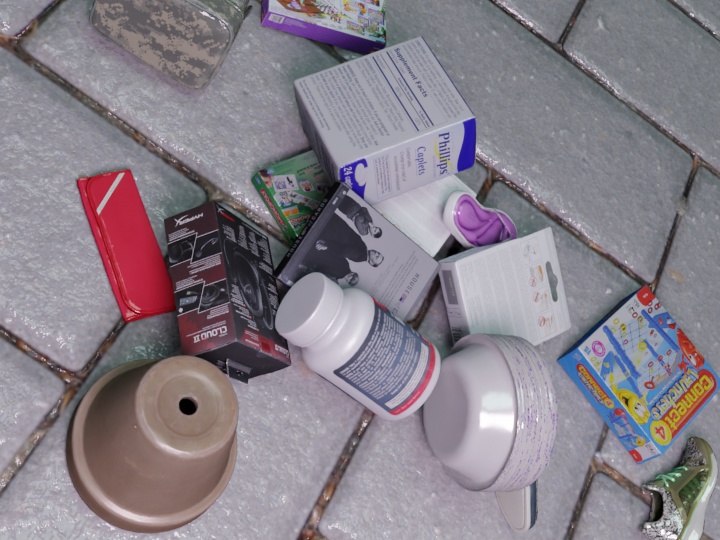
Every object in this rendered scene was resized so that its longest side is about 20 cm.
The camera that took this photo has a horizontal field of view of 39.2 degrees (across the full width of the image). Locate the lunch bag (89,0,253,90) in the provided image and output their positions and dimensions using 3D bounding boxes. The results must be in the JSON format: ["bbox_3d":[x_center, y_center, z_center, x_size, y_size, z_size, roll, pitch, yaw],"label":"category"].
[{"bbox_3d":[-0.258,-0.378,1.410,0.199,0.139,0.168,28,40,-13],"label":"lunch bag"}]

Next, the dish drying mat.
[{"bbox_3d":[-0.295,-0.034,1.284,0.077,0.018,0.201,-13,72,-32],"label":"dish drying mat"}]

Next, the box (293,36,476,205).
[{"bbox_3d":[0.034,-0.201,1.392,0.199,0.105,0.184,-21,54,-8],"label":"box"}]

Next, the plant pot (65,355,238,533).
[{"bbox_3d":[-0.213,0.175,1.127,0.199,0.175,0.201,12,60,-22],"label":"plant pot"}]

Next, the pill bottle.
[{"bbox_3d":[-0.005,0.092,1.274,0.200,0.119,0.120,38,52,-29],"label":"pill bottle"}]

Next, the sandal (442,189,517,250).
[{"bbox_3d":[0.186,-0.057,1.473,0.202,0.050,0.083,20,86,-52],"label":"sandal"}]

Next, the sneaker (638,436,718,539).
[{"bbox_3d":[0.455,0.316,1.464,0.088,0.077,0.200,28,54,-2],"label":"sneaker"}]

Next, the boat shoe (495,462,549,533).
[{"bbox_3d":[0.213,0.248,1.365,0.062,0.075,0.201,-1,73,-34],"label":"boat shoe"}]

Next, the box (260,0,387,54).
[{"bbox_3d":[-0.056,-0.423,1.588,0.199,0.039,0.138,11,62,-22],"label":"box"}]

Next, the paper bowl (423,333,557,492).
[{"bbox_3d":[0.153,0.181,1.293,0.104,0.201,0.202,5,64,-25],"label":"paper bowl"}]

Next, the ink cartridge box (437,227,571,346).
[{"bbox_3d":[0.209,0.037,1.454,0.199,0.047,0.161,-20,101,-35],"label":"ink cartridge box"}]

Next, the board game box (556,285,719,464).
[{"bbox_3d":[0.428,0.155,1.536,0.200,0.056,0.196,-35,84,-35],"label":"board game box"}]

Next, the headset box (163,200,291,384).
[{"bbox_3d":[-0.159,0.038,1.236,0.149,0.077,0.201,35,41,-63],"label":"headset box"}]

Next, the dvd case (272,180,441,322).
[{"bbox_3d":[0.000,0.000,1.337,0.200,0.025,0.151,38,81,-30],"label":"dvd case"}]

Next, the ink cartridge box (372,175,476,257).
[{"bbox_3d":[0.053,-0.085,1.447,0.162,0.050,0.200,40,66,-6],"label":"ink cartridge box"}]

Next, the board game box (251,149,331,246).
[{"bbox_3d":[-0.040,-0.112,1.446,0.200,0.029,0.135,-26,81,-35],"label":"board game box"}]
